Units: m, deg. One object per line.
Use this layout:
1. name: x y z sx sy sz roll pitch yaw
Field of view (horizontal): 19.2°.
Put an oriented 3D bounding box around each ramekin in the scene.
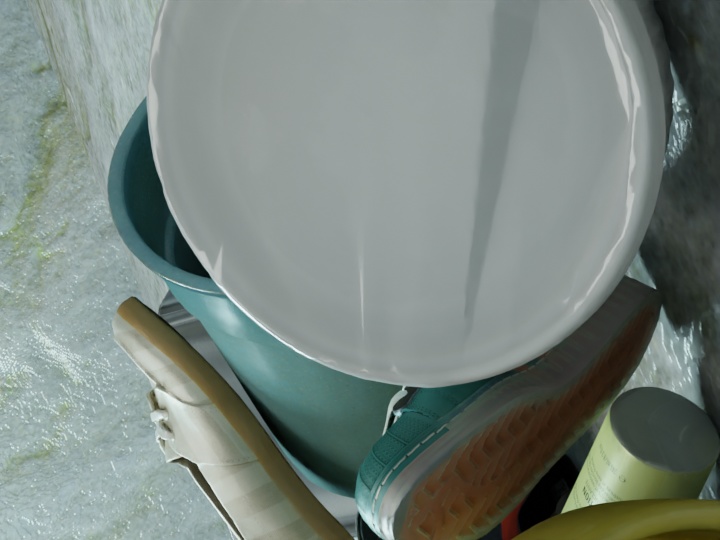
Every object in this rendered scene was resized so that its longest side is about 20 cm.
1. ramekin: 0.028 -0.064 0.808 0.094 0.201 0.204 -31 -79 -62

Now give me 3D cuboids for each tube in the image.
1. tube: 0.107 0.140 0.968 0.058 0.052 0.201 -65 -5 -48

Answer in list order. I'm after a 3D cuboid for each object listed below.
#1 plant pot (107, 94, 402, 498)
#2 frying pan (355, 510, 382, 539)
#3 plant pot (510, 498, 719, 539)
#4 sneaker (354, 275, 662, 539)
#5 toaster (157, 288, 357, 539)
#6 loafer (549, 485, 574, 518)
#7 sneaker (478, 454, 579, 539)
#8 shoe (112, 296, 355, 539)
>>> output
1. plant pot: 0.000 0.000 1.073 0.201 0.199 0.197 56 172 45
2. frying pan: 0.050 0.181 1.182 0.115 0.031 0.190 62 -165 21
3. plant pot: 0.091 0.193 0.851 0.189 0.200 0.202 -15 97 67
4. sneaker: 0.045 0.047 0.872 0.080 0.200 0.072 27 125 23
5. toaster: -0.032 0.066 1.319 0.200 0.118 0.182 -71 -36 -68
6. loafer: 0.135 0.205 1.034 0.071 0.073 0.201 -47 52 46
7. sneaker: 0.093 0.139 1.176 0.075 0.084 0.200 62 -168 21
8. shoe: -0.068 0.100 1.084 0.200 0.053 0.070 50 174 7
